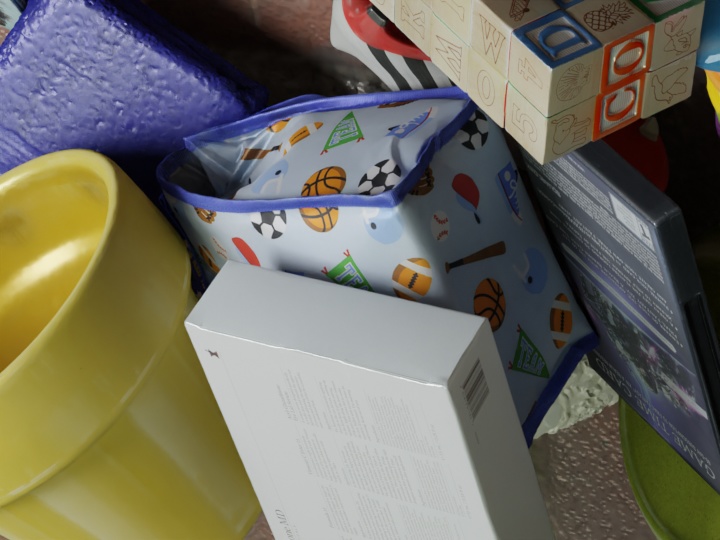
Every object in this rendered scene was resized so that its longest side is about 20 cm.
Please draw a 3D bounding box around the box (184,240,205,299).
[{"bbox_3d":[-0.112,0.011,1.556,0.064,0.070,0.201,14,136,19],"label":"box"}]

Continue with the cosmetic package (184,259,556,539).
[{"bbox_3d":[0.011,0.092,1.294,0.150,0.052,0.201,11,141,28],"label":"cosmetic package"}]

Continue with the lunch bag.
[{"bbox_3d":[0.000,0.000,1.349,0.199,0.124,0.171,-5,121,40],"label":"lunch bag"}]

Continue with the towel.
[{"bbox_3d":[-0.151,-0.063,1.442,0.147,0.050,0.200,33,122,-1],"label":"towel"}]

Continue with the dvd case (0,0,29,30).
[{"bbox_3d":[-0.246,-0.181,1.407,0.145,0.022,0.200,25,172,9],"label":"dvd case"}]

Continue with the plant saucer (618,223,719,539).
[{"bbox_3d":[0.189,0.073,1.351,0.031,0.201,0.200,2,150,-29],"label":"plant saucer"}]

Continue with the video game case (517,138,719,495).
[{"bbox_3d":[0.134,0.011,1.284,0.143,0.019,0.201,47,165,48],"label":"video game case"}]

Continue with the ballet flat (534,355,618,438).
[{"bbox_3d":[0.067,0.081,1.517,0.199,0.072,0.072,-11,124,38],"label":"ballet flat"}]

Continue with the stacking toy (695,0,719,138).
[{"bbox_3d":[0.209,-0.083,1.252,0.115,0.110,0.201,9,147,8],"label":"stacking toy"}]

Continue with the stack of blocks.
[{"bbox_3d":[0.070,-0.146,1.185,0.200,0.115,0.059,47,151,35],"label":"stack of blocks"}]

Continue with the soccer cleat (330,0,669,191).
[{"bbox_3d":[0.071,-0.093,1.349,0.199,0.069,0.085,31,160,-7],"label":"soccer cleat"}]

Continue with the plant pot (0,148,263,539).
[{"bbox_3d":[-0.147,0.071,1.379,0.200,0.202,0.189,-14,130,40],"label":"plant pot"}]
